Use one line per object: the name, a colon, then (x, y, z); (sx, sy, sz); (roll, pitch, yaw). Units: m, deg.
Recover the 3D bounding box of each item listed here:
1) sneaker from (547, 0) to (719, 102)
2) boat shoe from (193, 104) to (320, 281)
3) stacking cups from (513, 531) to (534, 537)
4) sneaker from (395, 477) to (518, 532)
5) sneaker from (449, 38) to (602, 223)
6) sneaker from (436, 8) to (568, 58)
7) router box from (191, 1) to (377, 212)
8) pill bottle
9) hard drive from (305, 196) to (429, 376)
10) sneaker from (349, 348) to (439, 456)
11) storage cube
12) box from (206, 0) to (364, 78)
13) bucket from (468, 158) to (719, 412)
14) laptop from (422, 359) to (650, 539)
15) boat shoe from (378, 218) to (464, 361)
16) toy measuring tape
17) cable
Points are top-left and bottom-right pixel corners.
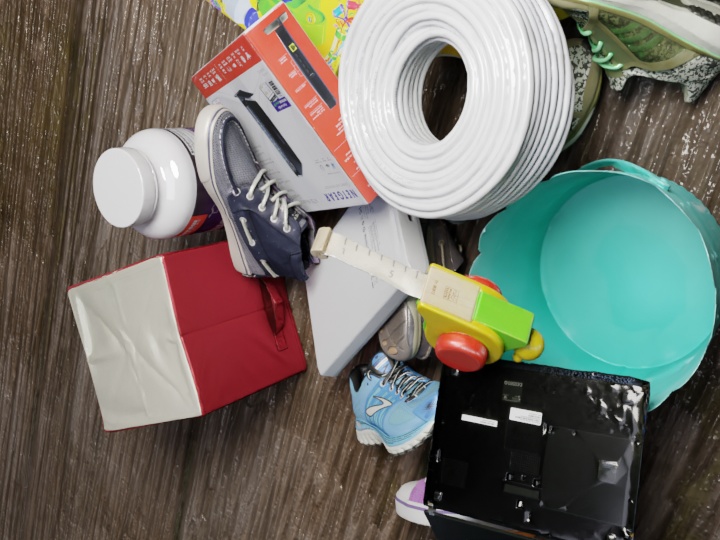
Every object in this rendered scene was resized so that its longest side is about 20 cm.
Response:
sneaker: (0.205, -0.183, 0.657); (0.196, 0.078, 0.090); (18, 129, -2)
boat shoe: (-0.097, -0.075, 0.846); (0.091, 0.075, 0.203); (9, 136, 24)
stacking cups: (0.166, 0.209, 0.803); (0.060, 0.060, 0.202); (39, 120, 22)
sneaker: (0.112, 0.180, 0.783); (0.198, 0.072, 0.117); (-13, 80, 40)
sneaker: (0.130, -0.119, 0.729); (0.077, 0.088, 0.200); (48, 110, 14)
sneaker: (0.135, -0.224, 0.730); (0.195, 0.075, 0.092); (1, 124, 18)
router box: (-0.068, -0.144, 0.802); (0.181, 0.049, 0.199); (53, 162, -16)
pill bottle: (-0.184, -0.096, 0.901); (0.111, 0.199, 0.115); (8, 104, 33)
hard drive: (0.000, 0.000, 0.834); (0.200, 0.026, 0.134); (-51, 40, 46)
sneaker: (0.034, 0.124, 0.824); (0.199, 0.077, 0.092); (-19, 94, 63)
storage cube: (-0.197, 0.070, 0.955); (0.197, 0.179, 0.175); (-14, 91, 34)
box: (-0.025, -0.309, 0.798); (0.192, 0.121, 0.202); (39, 118, 21)
bucket: (0.203, 0.011, 0.691); (0.204, 0.134, 0.212); (7, 102, 33)
laptop: (0.150, 0.183, 0.682); (0.174, 0.103, 0.205); (4, 81, 34)
boat shoe: (0.060, -0.011, 0.828); (0.074, 0.072, 0.205); (-13, 71, 62)
toy measuring tape: (0.050, 0.027, 0.653); (0.196, 0.074, 0.075); (23, 114, -3)
cable: (0.068, -0.141, 0.653); (0.197, 0.068, 0.205); (-6, 91, 45)
